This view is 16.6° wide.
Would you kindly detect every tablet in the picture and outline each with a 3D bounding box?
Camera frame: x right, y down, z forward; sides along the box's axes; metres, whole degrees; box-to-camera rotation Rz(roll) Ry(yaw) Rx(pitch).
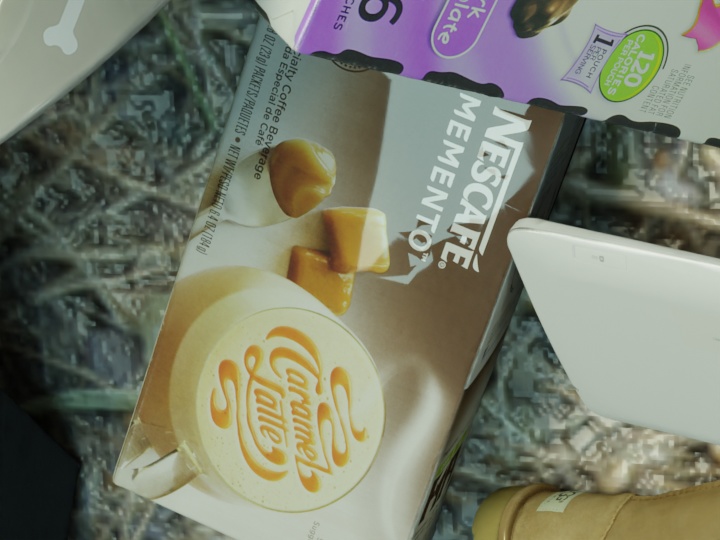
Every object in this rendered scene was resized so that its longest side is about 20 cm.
[{"bbox_3d":[0.151,0.038,0.809,0.199,0.014,0.130,14,154,28],"label":"tablet"}]

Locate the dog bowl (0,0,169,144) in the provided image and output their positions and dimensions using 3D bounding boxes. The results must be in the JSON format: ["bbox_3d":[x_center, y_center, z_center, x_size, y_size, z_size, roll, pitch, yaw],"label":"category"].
[{"bbox_3d":[-0.126,-0.079,0.728,0.199,0.200,0.059,-27,112,23],"label":"dog bowl"}]

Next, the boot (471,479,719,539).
[{"bbox_3d":[0.136,0.151,0.851,0.199,0.066,0.176,-5,104,42],"label":"boot"}]

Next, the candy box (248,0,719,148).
[{"bbox_3d":[0.078,-0.136,0.756,0.072,0.199,0.168,50,122,46],"label":"candy box"}]

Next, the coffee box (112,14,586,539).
[{"bbox_3d":[0.000,0.000,0.880,0.114,0.080,0.201,24,111,9],"label":"coffee box"}]

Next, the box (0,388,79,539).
[{"bbox_3d":[-0.236,0.090,0.905,0.195,0.200,0.125,-1,63,18],"label":"box"}]
